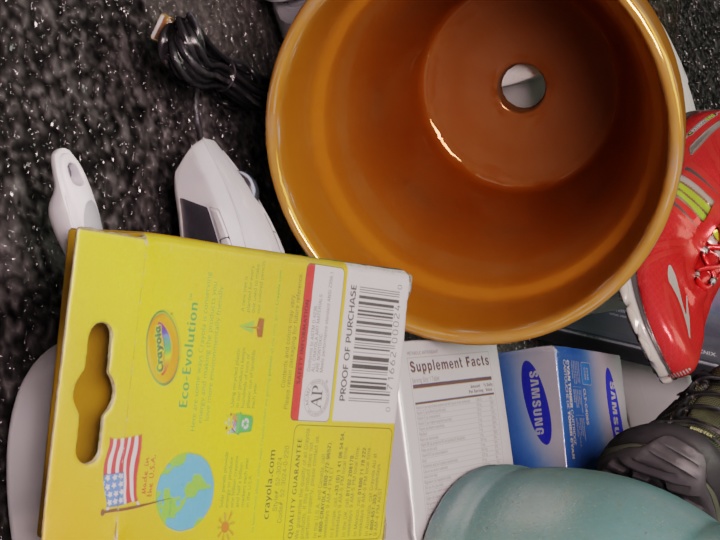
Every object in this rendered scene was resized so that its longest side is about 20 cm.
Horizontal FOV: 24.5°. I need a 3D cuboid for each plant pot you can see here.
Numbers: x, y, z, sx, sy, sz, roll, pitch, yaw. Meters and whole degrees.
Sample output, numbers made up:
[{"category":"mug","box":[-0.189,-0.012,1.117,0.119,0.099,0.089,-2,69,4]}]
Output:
[{"category":"plant pot","box":[0.071,-0.084,0.855,0.183,0.198,0.202,-48,121,-70]},{"category":"plant pot","box":[0.129,0.186,0.782,0.200,0.133,0.203,24,61,-52]}]

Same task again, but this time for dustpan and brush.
[{"category":"dustpan and brush","box":[-0.112,0.047,0.714,0.139,0.057,0.202,-39,114,-56]}]

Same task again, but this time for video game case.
[{"category":"video game case","box":[0.209,-0.008,1.196,0.201,0.141,0.019,-65,163,-44]}]

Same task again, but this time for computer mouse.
[{"category":"computer mouse","box":[-0.059,-0.025,0.801,0.110,0.043,0.202,46,34,-68]}]

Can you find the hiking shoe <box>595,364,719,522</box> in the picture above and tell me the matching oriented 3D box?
[{"category":"hiking shoe","box":[0.184,0.089,0.904,0.101,0.075,0.200,-62,164,-4]}]

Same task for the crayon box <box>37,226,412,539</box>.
[{"category":"crayon box","box":[-0.063,0.051,0.697,0.199,0.050,0.129,10,86,-50]}]

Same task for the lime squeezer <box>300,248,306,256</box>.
[{"category":"lime squeezer","box":[0.000,0.000,0.914,0.199,0.070,0.038,-18,114,-37]}]

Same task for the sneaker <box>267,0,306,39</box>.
[{"category":"sneaker","box":[-0.051,-0.181,0.884,0.114,0.075,0.202,-20,102,-51]}]

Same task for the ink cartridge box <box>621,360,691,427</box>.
[{"category":"ink cartridge box","box":[0.248,0.068,1.280,0.200,0.083,0.146,-39,114,-56]}]

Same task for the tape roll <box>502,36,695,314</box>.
[{"category":"tape roll","box":[0.127,-0.070,1.074,0.202,0.138,0.205,25,60,-53]}]

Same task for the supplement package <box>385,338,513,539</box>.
[{"category":"supplement package","box":[0.012,0.140,0.841,0.113,0.109,0.202,2,79,-58]}]

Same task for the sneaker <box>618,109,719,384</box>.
[{"category":"sneaker","box":[0.203,-0.026,0.967,0.077,0.084,0.201,51,43,-37]}]

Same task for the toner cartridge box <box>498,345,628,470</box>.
[{"category":"toner cartridge box","box":[0.124,0.148,0.953,0.095,0.043,0.202,11,71,-58]}]

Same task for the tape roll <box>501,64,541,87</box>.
[{"category":"tape roll","box":[0.066,-0.206,0.956,0.037,0.201,0.205,-29,105,-78]}]
